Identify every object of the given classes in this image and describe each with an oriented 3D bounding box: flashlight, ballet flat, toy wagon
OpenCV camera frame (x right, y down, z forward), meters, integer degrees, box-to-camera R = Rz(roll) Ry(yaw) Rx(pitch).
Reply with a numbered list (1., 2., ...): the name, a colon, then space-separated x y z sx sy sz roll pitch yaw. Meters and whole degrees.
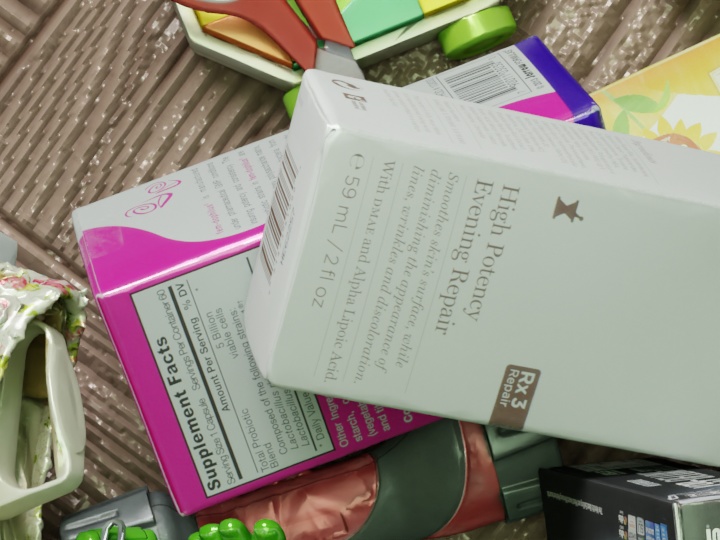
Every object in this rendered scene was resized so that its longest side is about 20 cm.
1. flashlight: -0.018 0.089 1.146 0.199 0.068 0.068 -16 84 -4
2. ballet flat: -0.134 0.090 1.071 0.064 0.076 0.201 -4 77 22
3. toy wagon: 0.011 -0.159 1.193 0.199 0.040 0.156 -22 84 -3

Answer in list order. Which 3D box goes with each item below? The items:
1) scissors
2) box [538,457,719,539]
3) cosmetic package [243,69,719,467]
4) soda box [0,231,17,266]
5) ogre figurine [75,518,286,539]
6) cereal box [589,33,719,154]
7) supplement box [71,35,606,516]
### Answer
1. scissors: -0.005 -0.085 1.157 0.073 0.014 0.200 -43 106 3
2. box: 0.114 0.150 1.027 0.050 0.200 0.159 -5 91 -9
3. cosmetic package: 0.066 0.002 1.045 0.199 0.074 0.102 10 109 -13
4. soda box: -0.182 0.074 1.121 0.063 0.068 0.201 -4 71 23
5. ogre figurine: -0.016 0.172 1.093 0.200 0.098 0.120 31 51 -35
6. cereal box: 0.186 -0.004 1.175 0.143 0.040 0.201 -24 84 -5
7. supplement box: 0.000 0.000 1.126 0.199 0.101 0.104 -19 112 -3
